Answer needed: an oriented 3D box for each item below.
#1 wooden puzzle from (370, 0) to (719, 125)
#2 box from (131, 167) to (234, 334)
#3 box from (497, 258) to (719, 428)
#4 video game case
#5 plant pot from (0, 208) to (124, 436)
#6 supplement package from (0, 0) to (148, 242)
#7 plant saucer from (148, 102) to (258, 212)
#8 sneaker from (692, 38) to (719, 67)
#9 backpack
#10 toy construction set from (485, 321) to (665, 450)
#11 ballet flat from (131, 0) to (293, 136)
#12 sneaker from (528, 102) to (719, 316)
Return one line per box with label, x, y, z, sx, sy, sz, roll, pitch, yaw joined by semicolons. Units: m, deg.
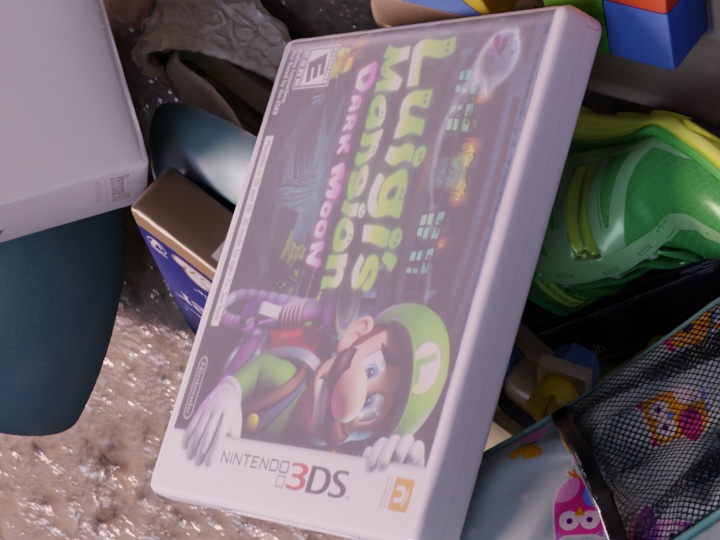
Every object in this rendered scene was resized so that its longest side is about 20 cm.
wooden puzzle;0.055;-0.149;0.733;0.185;0.046;0.201;20;139;33
box;-0.038;0.032;0.967;0.121;0.032;0.200;36;168;17
box;0.169;0.062;0.892;0.148;0.104;0.200;-22;111;44
video game case;0.000;0.000;0.777;0.023;0.201;0.182;24;167;-34
plant pot;-0.197;-0.030;1.019;0.200;0.200;0.135;33;101;5
supplement package;-0.202;-0.065;0.880;0.117;0.199;0.118;131;122;-82
plant saucer;-0.027;-0.002;0.954;0.200;0.027;0.200;37;166;11
sneaker;0.138;-0.135;0.767;0.200;0.076;0.077;31;141;6
backpack;0.109;0.127;0.739;0.199;0.154;0.176;-24;138;9
toy construction set;0.052;0.087;0.859;0.131;0.092;0.201;25;125;14
ballet flat;-0.025;-0.059;0.948;0.200;0.072;0.072;37;137;0
sneaker;0.102;-0.019;0.784;0.074;0.084;0.200;20;177;-35
